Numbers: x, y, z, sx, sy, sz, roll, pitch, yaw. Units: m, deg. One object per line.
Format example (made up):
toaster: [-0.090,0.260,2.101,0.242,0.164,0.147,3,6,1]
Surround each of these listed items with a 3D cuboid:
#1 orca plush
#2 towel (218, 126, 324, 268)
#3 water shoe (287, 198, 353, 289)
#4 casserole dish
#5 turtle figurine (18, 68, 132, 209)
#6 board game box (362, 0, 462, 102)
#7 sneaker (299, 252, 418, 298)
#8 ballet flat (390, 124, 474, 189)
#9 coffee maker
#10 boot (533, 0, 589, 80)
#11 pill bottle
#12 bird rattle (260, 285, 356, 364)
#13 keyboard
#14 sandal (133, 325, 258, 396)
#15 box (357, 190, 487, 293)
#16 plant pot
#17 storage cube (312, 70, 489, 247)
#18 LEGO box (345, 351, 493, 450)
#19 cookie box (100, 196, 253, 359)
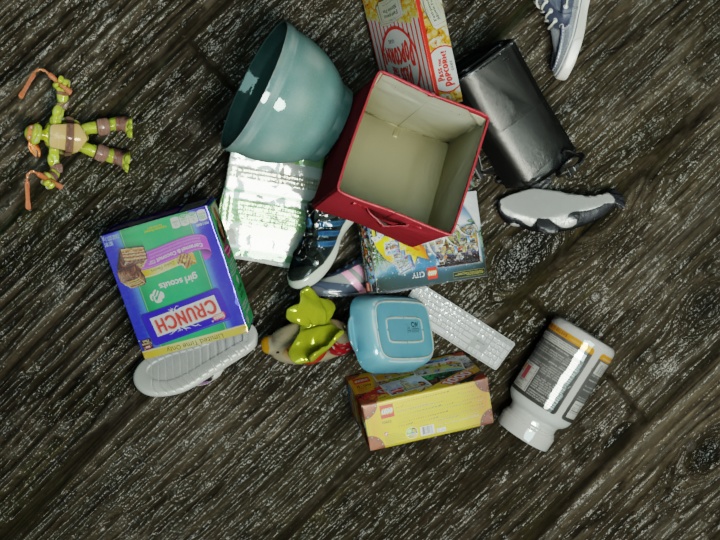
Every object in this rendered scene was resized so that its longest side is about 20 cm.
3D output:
orca plush: [0.317,-0.094,1.619,0.200,0.071,0.105,-17,59,-11]
towel: [-0.140,-0.110,1.542,0.149,0.031,0.200,10,97,-14]
water shoe: [-0.065,-0.067,1.516,0.079,0.071,0.200,46,65,-38]
casserole dish: [0.054,0.094,1.536,0.039,0.200,0.121,-15,78,34]
turtle figurine: [-0.415,-0.182,1.455,0.161,0.064,0.200,5,92,-19]
board game box: [0.072,-0.336,1.464,0.046,0.151,0.200,-20,104,-24]
sneaker: [0.000,0.000,1.572,0.200,0.070,0.082,-7,90,-14]
ballet flat: [0.097,-0.191,1.545,0.200,0.074,0.074,24,96,-16]
coffee maker: [0.228,-0.236,1.495,0.135,0.192,0.200,-45,110,-29]
boot: [0.298,-0.398,1.543,0.090,0.073,0.200,12,91,-5]
pill bottle: [0.314,0.184,1.634,0.116,0.116,0.200,30,95,-15]
bird rattle: [-0.060,0.100,1.550,0.163,0.200,0.113,-22,71,27]
keyboard: [0.159,0.091,1.642,0.200,0.011,0.056,32,94,-14]
sandal: [-0.249,0.146,1.557,0.202,0.083,0.050,-22,147,-7]
box: [0.095,-0.045,1.544,0.200,0.038,0.137,-7,91,-27]
plant pot: [-0.095,-0.235,1.437,0.134,0.200,0.201,25,96,-19]
storage cube: [0.050,-0.146,1.404,0.171,0.180,0.200,20,82,-11]
LEGO box: [0.090,0.202,1.581,0.200,0.149,0.077,-12,103,-8]
cookie box: [-0.269,0.012,1.499,0.171,0.075,0.200,-15,104,7]
